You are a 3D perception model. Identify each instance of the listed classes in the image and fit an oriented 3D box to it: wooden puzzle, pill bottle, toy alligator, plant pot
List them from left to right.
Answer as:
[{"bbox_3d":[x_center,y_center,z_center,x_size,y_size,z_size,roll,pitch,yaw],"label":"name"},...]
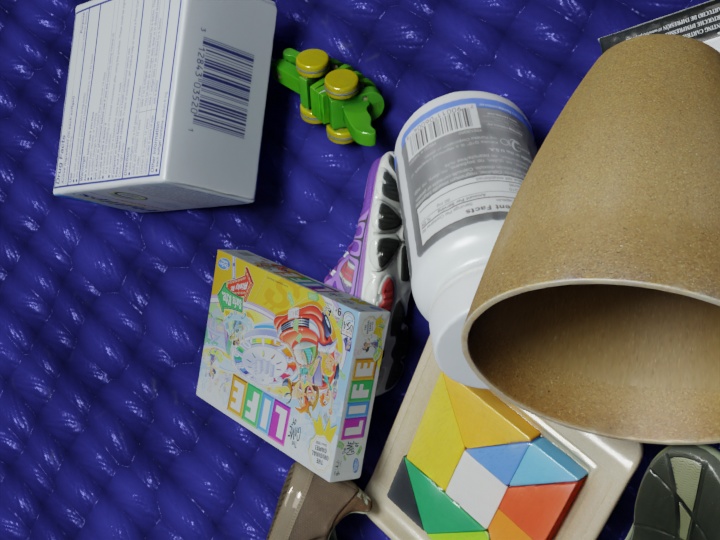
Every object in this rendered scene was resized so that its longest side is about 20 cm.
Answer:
[{"bbox_3d":[-0.036,-0.172,0.927,0.054,0.060,0.200,-29,50,-26],"label":"toy alligator"},{"bbox_3d":[0.088,-0.024,0.752,0.113,0.114,0.202,-27,44,23],"label":"pill bottle"},{"bbox_3d":[0.093,0.157,0.779,0.184,0.037,0.202,38,118,29],"label":"wooden puzzle"},{"bbox_3d":[0.166,-0.029,0.606,0.183,0.187,0.203,-3,56,29],"label":"plant pot"}]

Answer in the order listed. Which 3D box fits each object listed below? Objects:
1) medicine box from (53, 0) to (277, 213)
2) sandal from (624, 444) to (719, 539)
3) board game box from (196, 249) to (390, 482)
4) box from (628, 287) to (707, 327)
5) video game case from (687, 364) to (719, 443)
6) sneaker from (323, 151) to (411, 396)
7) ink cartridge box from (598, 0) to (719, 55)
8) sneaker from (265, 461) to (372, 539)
[{"bbox_3d":[-0.182,-0.155,0.948,0.198,0.102,0.186,0,82,47],"label":"medicine box"},{"bbox_3d":[0.208,0.190,0.688,0.079,0.057,0.203,36,132,27],"label":"sandal"},{"bbox_3d":[-0.063,0.072,0.864,0.199,0.034,0.137,21,104,47],"label":"board game box"},{"bbox_3d":[0.295,0.038,0.668,0.148,0.104,0.201,-46,63,15],"label":"box"},{"bbox_3d":[0.312,0.105,0.576,0.181,0.022,0.202,-36,68,21],"label":"video game case"},{"bbox_3d":[0.000,0.000,0.862,0.082,0.080,0.204,12,89,36],"label":"sneaker"},{"bbox_3d":[0.278,-0.148,0.742,0.197,0.044,0.096,-15,77,27],"label":"ink cartridge box"},{"bbox_3d":[-0.051,0.256,0.853,0.074,0.071,0.203,18,110,-3],"label":"sneaker"}]
